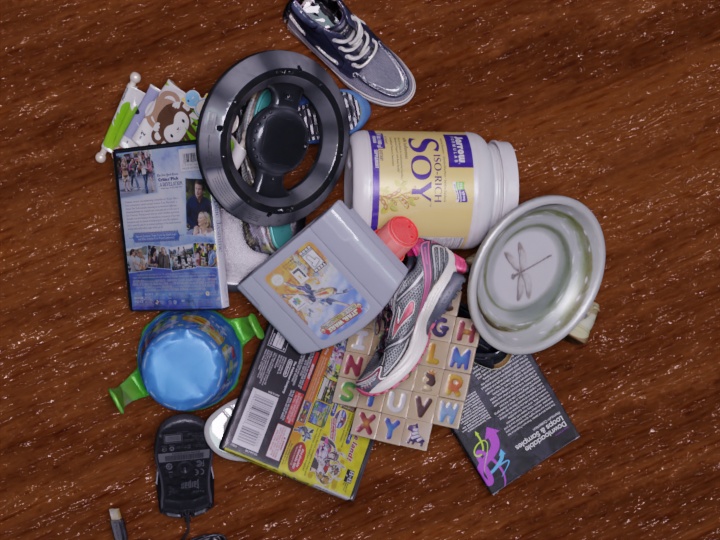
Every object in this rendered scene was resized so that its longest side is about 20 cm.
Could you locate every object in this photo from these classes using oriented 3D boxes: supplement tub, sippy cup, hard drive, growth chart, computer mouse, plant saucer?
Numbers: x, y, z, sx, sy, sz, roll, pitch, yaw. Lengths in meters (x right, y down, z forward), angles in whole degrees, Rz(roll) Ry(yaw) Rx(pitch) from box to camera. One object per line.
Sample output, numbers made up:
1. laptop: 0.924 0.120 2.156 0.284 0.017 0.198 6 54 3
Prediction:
1. supplement tub: 0.083 -0.099 1.123 0.198 0.145 0.147 0 92 -6
2. sippy cup: -0.211 0.112 1.104 0.139 0.130 0.179 27 88 -7
3. hard drive: -0.171 -0.042 1.147 0.198 0.042 0.136 8 91 -7
4. growth chart: -0.225 -0.154 1.092 0.199 0.018 0.145 31 109 19
5. computer mouse: -0.250 0.276 1.149 0.139 0.046 0.202 -8 104 -10
6. plant saucer: 0.204 0.001 1.096 0.199 0.050 0.202 -11 115 -24

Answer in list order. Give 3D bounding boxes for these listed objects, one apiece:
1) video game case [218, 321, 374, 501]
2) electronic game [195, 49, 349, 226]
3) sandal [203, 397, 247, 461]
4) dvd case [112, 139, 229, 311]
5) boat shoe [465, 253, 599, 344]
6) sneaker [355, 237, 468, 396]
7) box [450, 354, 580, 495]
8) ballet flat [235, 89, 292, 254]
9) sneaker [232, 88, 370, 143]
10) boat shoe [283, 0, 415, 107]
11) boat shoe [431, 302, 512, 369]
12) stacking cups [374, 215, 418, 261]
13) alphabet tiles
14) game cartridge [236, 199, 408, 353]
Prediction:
1. video game case: -0.058 0.162 1.138 0.180 0.025 0.201 25 71 -13
2. electronic game: -0.096 -0.149 1.038 0.199 0.042 0.202 -12 111 -34
3. sandal: -0.101 0.189 1.159 0.201 0.050 0.083 -16 84 -20
4. dvd case: -0.228 -0.051 1.087 0.142 0.018 0.202 -2 97 27
5. boat shoe: 0.222 0.025 1.185 0.199 0.073 0.063 32 82 -17
6. sneaker: 0.047 0.057 1.078 0.074 0.081 0.201 31 82 -15
7. box: 0.179 0.173 1.198 0.142 0.036 0.201 -32 93 -4
8. ballet flat: -0.127 -0.118 1.097 0.071 0.072 0.202 -5 93 -6
9. sneaker: -0.084 -0.187 1.149 0.199 0.078 0.066 -6 99 13
10. boat shoe: -0.011 -0.279 1.132 0.199 0.093 0.075 34 88 -6
11. boat shoe: 0.102 0.062 1.153 0.199 0.062 0.075 27 80 14
12. stacking cups: 0.000 0.000 1.085 0.060 0.200 0.061 13 57 -21
13. alphabet tiles: 0.057 0.113 1.115 0.165 0.006 0.201 9 75 22
14. game cartridge: -0.044 0.018 1.057 0.133 0.042 0.200 49 129 -5
